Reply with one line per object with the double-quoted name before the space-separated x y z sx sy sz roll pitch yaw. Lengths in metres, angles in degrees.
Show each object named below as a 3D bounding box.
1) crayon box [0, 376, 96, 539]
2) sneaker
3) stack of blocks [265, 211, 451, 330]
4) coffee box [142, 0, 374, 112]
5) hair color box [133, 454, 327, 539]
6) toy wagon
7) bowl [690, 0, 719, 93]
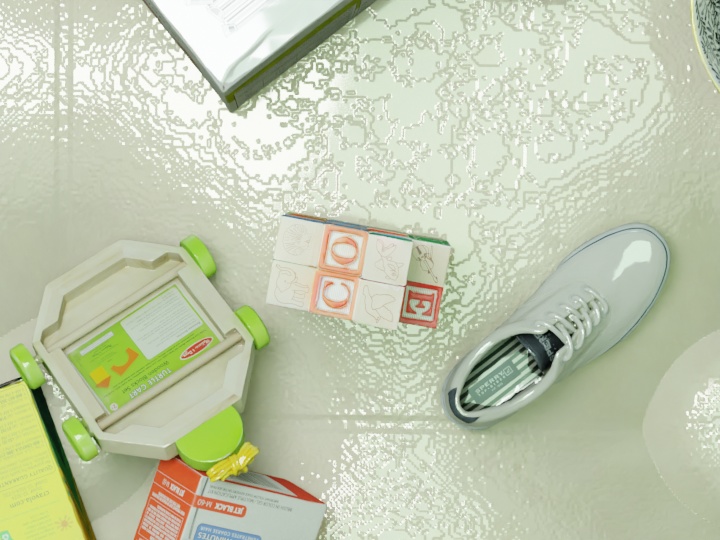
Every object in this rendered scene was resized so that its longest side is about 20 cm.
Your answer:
"crayon box" -0.258 0.188 1.495 0.127 0.051 0.201 -19 92 0
"sneaker" 0.142 0.044 1.484 0.200 0.071 0.073 -43 93 1
"stack of blocks" 0.000 0.000 1.415 0.115 0.200 0.059 10 92 0
"coffee box" -0.071 -0.247 1.403 0.200 0.198 0.200 -38 92 -1
"hair color box" -0.111 0.238 1.471 0.111 0.064 0.201 17 94 -35
"toy wagon" -0.139 0.070 1.451 0.155 0.040 0.200 -33 66 -14
"bowl" 0.320 -0.182 1.464 0.200 0.094 0.202 0 93 -2
